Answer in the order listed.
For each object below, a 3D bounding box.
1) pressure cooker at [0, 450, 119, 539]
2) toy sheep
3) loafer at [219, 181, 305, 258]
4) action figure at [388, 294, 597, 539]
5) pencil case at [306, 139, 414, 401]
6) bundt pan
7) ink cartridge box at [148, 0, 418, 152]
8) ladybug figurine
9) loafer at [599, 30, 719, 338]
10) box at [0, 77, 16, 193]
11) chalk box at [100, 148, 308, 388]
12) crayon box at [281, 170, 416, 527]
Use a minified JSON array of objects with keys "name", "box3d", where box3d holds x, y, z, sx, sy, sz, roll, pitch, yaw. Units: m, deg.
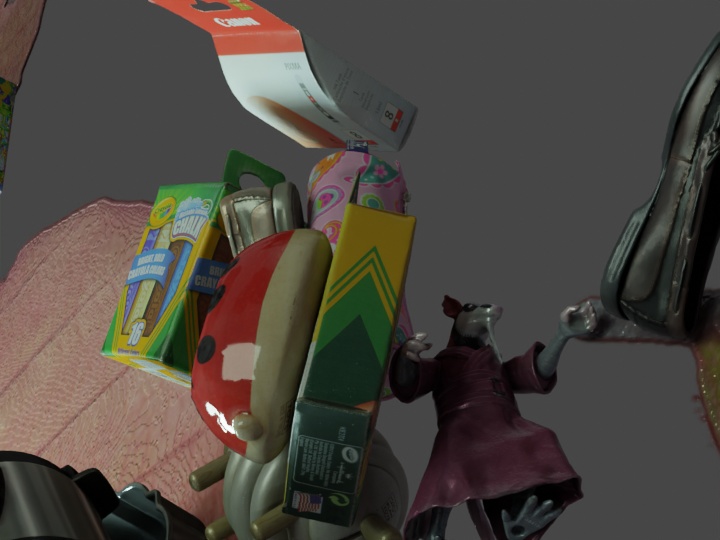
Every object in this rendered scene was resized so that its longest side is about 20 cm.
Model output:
[{"name":"pressure cooker","box3d":[-0.274,0.239,1.285,0.200,0.174,0.180,46,124,59]},{"name":"toy sheep","box3d":[-0.035,0.156,1.176,0.200,0.137,0.139,31,94,49]},{"name":"loafer","box3d":[-0.068,0.034,1.304,0.072,0.062,0.202,-27,-69,-82]},{"name":"action figure","box3d":[0.084,0.100,1.097,0.201,0.132,0.150,-95,10,-47]},{"name":"pencil case","box3d":[0.000,0.000,1.282,0.087,0.087,0.201,-38,38,36]},{"name":"bundt pan","box3d":[-0.181,0.279,1.355,0.201,0.075,0.203,-35,41,38]},{"name":"ink cartridge box","box3d":[-0.071,-0.163,1.394,0.162,0.199,0.051,10,76,58]},{"name":"ladybug figurine","box3d":[-0.065,0.045,1.105,0.200,0.071,0.137,-75,-4,-61]},{"name":"loafer","box3d":[0.216,-0.053,1.025,0.063,0.072,0.201,30,100,39]},{"name":"box","box3d":[-0.564,-0.181,2.150,0.122,0.199,0.194,-38,38,35]},{"name":"chalk box","box3d":[-0.112,0.000,1.410,0.124,0.124,0.202,3,72,57]},{"name":"crayon box","box3d":[-0.004,0.049,1.105,0.128,0.050,0.201,99,-177,-49]}]
